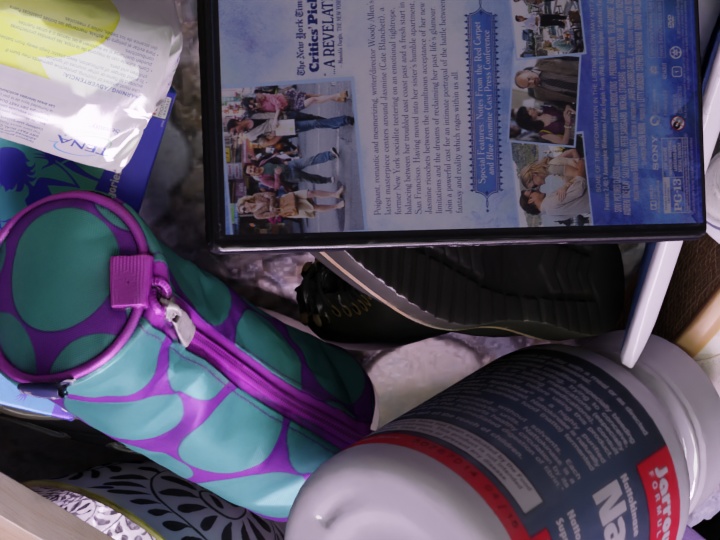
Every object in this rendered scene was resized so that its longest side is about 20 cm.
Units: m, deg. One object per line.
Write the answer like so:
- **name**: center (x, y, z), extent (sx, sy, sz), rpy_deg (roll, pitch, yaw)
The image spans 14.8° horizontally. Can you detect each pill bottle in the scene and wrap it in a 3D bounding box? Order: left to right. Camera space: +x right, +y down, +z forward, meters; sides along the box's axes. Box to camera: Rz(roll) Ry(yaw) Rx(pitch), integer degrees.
- **pill bottle**: center (0.071, 0.099, 1.187), extent (0.200, 0.119, 0.120), rpy_deg (-28, 146, -47)

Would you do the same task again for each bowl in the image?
- **bowl**: center (-0.077, 0.158, 1.305), extent (0.094, 0.200, 0.201), rpy_deg (-40, 145, -37)

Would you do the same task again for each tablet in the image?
- **tablet**: center (0.146, -0.069, 1.168), extent (0.014, 0.130, 0.201), rpy_deg (16, 125, 4)

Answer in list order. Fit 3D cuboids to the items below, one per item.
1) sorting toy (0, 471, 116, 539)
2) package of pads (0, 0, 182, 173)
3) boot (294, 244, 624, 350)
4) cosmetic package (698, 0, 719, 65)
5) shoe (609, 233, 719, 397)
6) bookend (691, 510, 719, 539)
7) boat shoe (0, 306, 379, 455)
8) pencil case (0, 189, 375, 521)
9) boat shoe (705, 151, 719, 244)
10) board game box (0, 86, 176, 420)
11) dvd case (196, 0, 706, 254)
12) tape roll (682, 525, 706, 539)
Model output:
- **sorting toy**: center (-0.213, 0.144, 1.233), extent (0.200, 0.070, 0.199), rpy_deg (33, 147, -18)
- **package of pads**: center (-0.151, -0.123, 1.029), extent (0.154, 0.200, 0.068), rpy_deg (17, 118, -21)
- **boot**: center (0.000, 0.000, 1.176), extent (0.138, 0.078, 0.200), rpy_deg (-10, 156, 39)
- **cosmetic package**: center (0.039, -0.110, 1.147), extent (0.199, 0.081, 0.113), rpy_deg (3, 129, -13)
- **shoe**: center (0.147, 0.040, 1.290), extent (0.053, 0.070, 0.200), rpy_deg (18, 130, -22)
- **bookend**: center (0.223, 0.098, 1.291), extent (0.200, 0.092, 0.198), rpy_deg (-43, 143, 22)
- **boat shoe**: center (-0.090, 0.052, 1.278), extent (0.199, 0.073, 0.063), rpy_deg (9, 168, -22)
- **pencil case**: center (-0.071, 0.040, 1.157), extent (0.092, 0.085, 0.200), rpy_deg (7, 164, 34)
- **boat shoe**: center (0.222, -0.063, 1.161), extent (0.199, 0.071, 0.070), rpy_deg (-15, 144, 30)
- **board game box**: center (-0.194, -0.034, 1.159), extent (0.199, 0.045, 0.153), rpy_deg (14, 102, -19)
- **dvd case**: center (0.036, -0.080, 1.071), extent (0.199, 0.018, 0.143), rpy_deg (-2, 89, -14)
- **tape roll**: center (0.088, 0.200, 1.268), extent (0.199, 0.201, 0.066), rpy_deg (-9, 149, -3)
